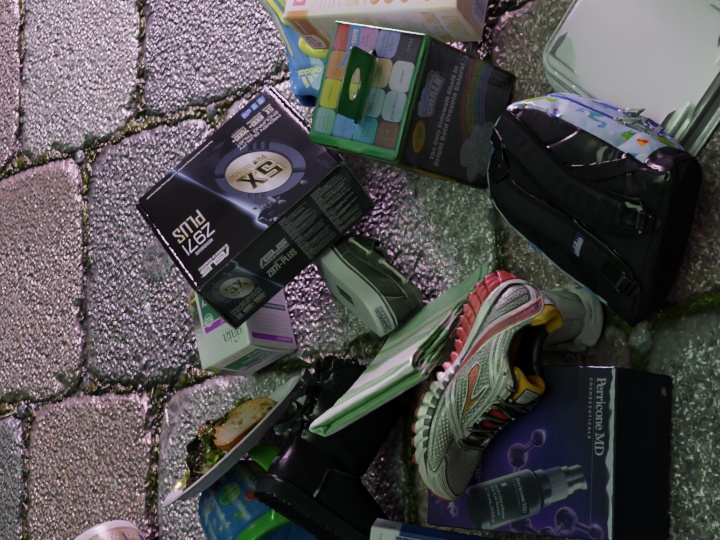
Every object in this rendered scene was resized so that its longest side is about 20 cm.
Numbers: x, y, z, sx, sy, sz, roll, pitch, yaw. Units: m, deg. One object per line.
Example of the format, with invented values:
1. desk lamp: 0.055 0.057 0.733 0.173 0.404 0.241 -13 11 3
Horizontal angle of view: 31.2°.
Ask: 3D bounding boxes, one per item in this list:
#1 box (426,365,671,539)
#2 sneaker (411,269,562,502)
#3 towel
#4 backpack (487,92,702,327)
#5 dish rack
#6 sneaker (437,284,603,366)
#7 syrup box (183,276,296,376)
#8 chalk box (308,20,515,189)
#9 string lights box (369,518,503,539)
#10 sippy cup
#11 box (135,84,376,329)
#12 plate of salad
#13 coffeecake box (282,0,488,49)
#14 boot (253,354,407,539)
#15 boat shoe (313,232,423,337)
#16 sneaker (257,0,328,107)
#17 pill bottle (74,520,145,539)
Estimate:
1. box: 0.167 0.161 1.154 0.198 0.104 0.150 -5 78 40
2. sneaker: 0.107 0.104 1.096 0.082 0.077 0.202 25 97 39
3. towel: 0.042 0.074 1.204 0.023 0.200 0.152 49 127 -6
4. backpack: 0.201 -0.076 1.143 0.199 0.153 0.165 26 128 29
5. dish rack: 0.260 -0.209 1.178 0.200 0.043 0.173 45 111 35
6. sneaker: 0.128 0.053 1.223 0.199 0.081 0.076 -19 72 38
7. syrup box: -0.145 0.011 1.461 0.078 0.081 0.202 -29 63 33
8. chalk box: 0.037 -0.165 1.257 0.123 0.199 0.126 18 94 40
9. string lights box: 0.101 0.292 1.153 0.197 0.059 0.104 8 87 6
10. sippy cup: -0.106 0.273 1.359 0.179 0.139 0.130 -53 43 7
11. box: -0.113 -0.069 1.355 0.200 0.086 0.164 -41 50 0
12. plate of salad: -0.143 0.174 1.368 0.048 0.200 0.200 46 118 -4
13. coffeecake box: 0.034 -0.315 1.326 0.198 0.073 0.155 3 72 28
14. boot: -0.002 0.194 1.290 0.073 0.198 0.164 -21 36 60
15. boat shoe: 0.000 0.000 1.354 0.063 0.071 0.200 -32 40 -11
16. sneaker: -0.068 -0.249 1.443 0.200 0.075 0.106 40 109 36
17. pill bottle: -0.258 0.393 1.472 0.200 0.110 0.112 47 112 35
